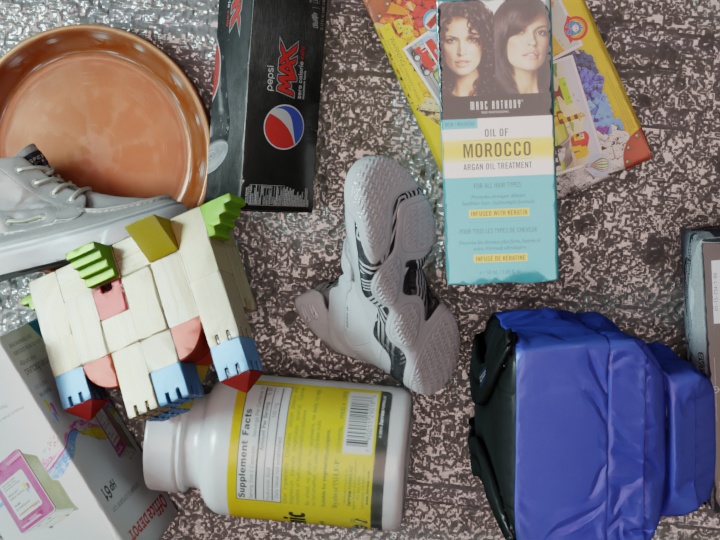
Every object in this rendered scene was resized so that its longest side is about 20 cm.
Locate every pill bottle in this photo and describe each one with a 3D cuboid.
[{"bbox_3d":[-0.062,0.137,1.094,0.199,0.111,0.112,5,97,5],"label":"pill bottle"}]

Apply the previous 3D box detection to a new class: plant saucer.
[{"bbox_3d":[-0.213,-0.092,1.119,0.199,0.032,0.201,1,98,4],"label":"plant saucer"}]

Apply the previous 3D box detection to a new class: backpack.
[{"bbox_3d":[0.159,0.113,1.032,0.167,0.200,0.163,4,95,-6],"label":"backpack"}]

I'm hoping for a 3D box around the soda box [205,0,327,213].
[{"bbox_3d":[-0.071,-0.146,1.073,0.063,0.071,0.201,1,98,-30],"label":"soda box"}]

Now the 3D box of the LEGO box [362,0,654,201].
[{"bbox_3d":[0.109,-0.146,1.064,0.148,0.077,0.201,-25,94,7],"label":"LEGO box"}]

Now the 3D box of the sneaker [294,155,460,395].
[{"bbox_3d":[0.000,0.000,1.055,0.115,0.075,0.201,14,135,39],"label":"sneaker"}]

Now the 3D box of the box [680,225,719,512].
[{"bbox_3d":[0.310,0.066,1.056,0.131,0.115,0.201,-4,95,6],"label":"box"}]

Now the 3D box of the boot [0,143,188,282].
[{"bbox_3d":[-0.234,-0.052,1.075,0.199,0.074,0.096,-14,87,-1],"label":"boot"}]

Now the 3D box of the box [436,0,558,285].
[{"bbox_3d":[0.098,-0.093,1.007,0.082,0.049,0.201,-2,98,6],"label":"box"}]

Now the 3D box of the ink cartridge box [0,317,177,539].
[{"bbox_3d":[-0.236,0.144,1.091,0.084,0.145,0.201,-29,94,8],"label":"ink cartridge box"}]

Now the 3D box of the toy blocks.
[{"bbox_3d":[-0.153,0.047,1.042,0.199,0.100,0.137,-22,76,16],"label":"toy blocks"}]
